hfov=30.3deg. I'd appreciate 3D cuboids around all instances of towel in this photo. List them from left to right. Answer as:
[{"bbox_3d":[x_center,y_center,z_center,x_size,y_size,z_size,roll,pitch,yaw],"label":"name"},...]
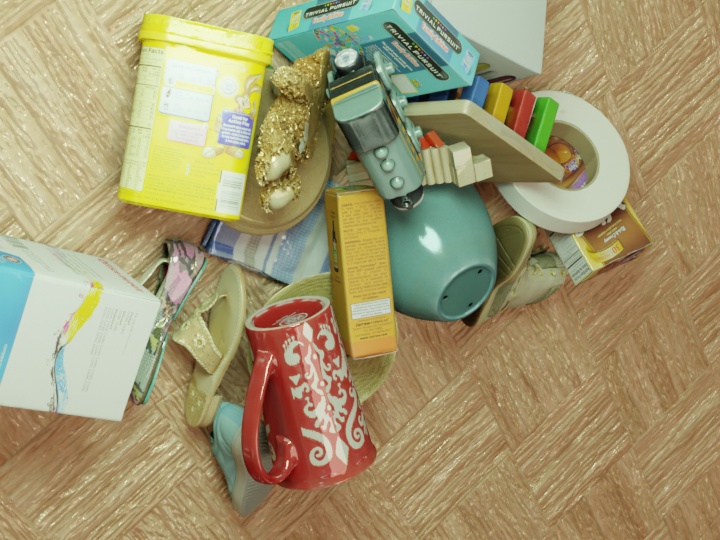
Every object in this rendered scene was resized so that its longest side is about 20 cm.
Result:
[{"bbox_3d":[-0.093,-0.058,1.654,0.198,0.024,0.149,23,94,-40],"label":"towel"}]

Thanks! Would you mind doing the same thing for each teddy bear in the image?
[{"bbox_3d":[-0.084,-0.160,1.482,0.145,0.066,0.203,60,39,-68],"label":"teddy bear"}]

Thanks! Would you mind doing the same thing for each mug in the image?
[{"bbox_3d":[-0.067,0.150,1.581,0.131,0.178,0.203,-9,106,13],"label":"mug"}]

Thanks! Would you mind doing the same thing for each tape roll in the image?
[{"bbox_3d":[0.268,-0.148,1.791,0.201,0.205,0.037,-22,164,-27],"label":"tape roll"}]

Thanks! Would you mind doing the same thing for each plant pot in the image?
[{"bbox_3d":[0.099,-0.014,1.705,0.198,0.135,0.202,-23,139,-22],"label":"plant pot"}]

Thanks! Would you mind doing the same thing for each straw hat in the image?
[{"bbox_3d":[-0.058,0.081,1.698,0.198,0.085,0.205,-5,107,-17],"label":"straw hat"}]

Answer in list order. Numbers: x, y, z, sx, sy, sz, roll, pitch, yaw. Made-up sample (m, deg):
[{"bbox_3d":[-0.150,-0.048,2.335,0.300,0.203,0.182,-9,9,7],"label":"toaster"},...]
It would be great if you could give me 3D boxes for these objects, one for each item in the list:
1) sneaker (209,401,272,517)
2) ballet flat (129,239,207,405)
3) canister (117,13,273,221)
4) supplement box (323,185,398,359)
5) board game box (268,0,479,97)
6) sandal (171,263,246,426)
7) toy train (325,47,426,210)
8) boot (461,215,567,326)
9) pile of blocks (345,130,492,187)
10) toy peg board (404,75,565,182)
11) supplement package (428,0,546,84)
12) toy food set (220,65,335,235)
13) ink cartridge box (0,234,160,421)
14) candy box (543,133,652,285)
[{"bbox_3d":[-0.155,0.236,1.709,0.074,0.082,0.202,-34,149,-32],"label":"sneaker"},{"bbox_3d":[-0.249,0.056,1.566,0.070,0.069,0.203,24,90,-22],"label":"ballet flat"},{"bbox_3d":[-0.183,-0.165,1.456,0.146,0.086,0.204,10,93,-13],"label":"canister"},{"bbox_3d":[0.000,0.000,1.612,0.068,0.066,0.204,-10,101,-17],"label":"supplement box"},{"bbox_3d":[0.015,-0.258,1.534,0.151,0.198,0.048,37,61,-39],"label":"board game box"},{"bbox_3d":[-0.197,0.095,1.608,0.069,0.078,0.215,2,114,-34],"label":"sandal"},{"bbox_3d":[0.020,-0.156,1.508,0.084,0.115,0.201,-19,137,10],"label":"toy train"},{"bbox_3d":[0.229,-0.011,1.849,0.153,0.072,0.201,-13,145,-34],"label":"boot"},{"bbox_3d":[0.067,-0.145,1.639,0.082,0.197,0.063,-57,140,-55],"label":"pile of blocks"},{"bbox_3d":[0.134,-0.195,1.667,0.198,0.198,0.099,28,74,-40],"label":"toy peg board"},{"bbox_3d":[0.122,-0.330,1.608,0.198,0.110,0.158,18,72,-39],"label":"supplement package"},{"bbox_3d":[-0.120,-0.144,1.565,0.196,0.048,0.203,17,85,-33],"label":"toy food set"},{"bbox_3d":[-0.347,0.058,1.432,0.198,0.146,0.148,14,100,-39],"label":"ink cartridge box"},{"bbox_3d":[0.302,-0.093,1.831,0.115,0.057,0.202,-22,77,-28],"label":"candy box"}]
